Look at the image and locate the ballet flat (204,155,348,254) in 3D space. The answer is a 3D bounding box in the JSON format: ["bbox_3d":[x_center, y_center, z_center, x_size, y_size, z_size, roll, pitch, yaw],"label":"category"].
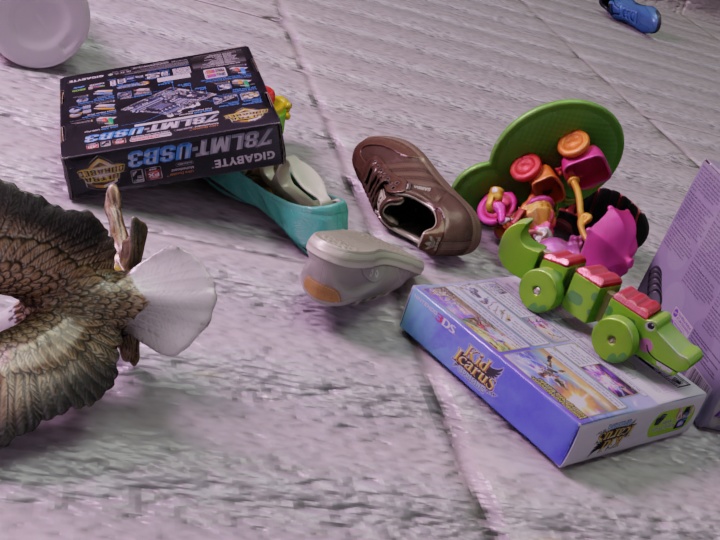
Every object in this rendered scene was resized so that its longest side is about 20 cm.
[{"bbox_3d":[-0.080,-0.087,1.067,0.200,0.071,0.067,36,33,32],"label":"ballet flat"}]

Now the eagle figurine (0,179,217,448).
[{"bbox_3d":[-0.208,0.024,0.698,0.152,0.151,0.199,44,23,24],"label":"eagle figurine"}]

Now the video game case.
[{"bbox_3d":[0.162,0.076,0.944,0.180,0.046,0.200,-3,33,-42],"label":"video game case"}]

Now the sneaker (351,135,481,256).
[{"bbox_3d":[0.041,-0.083,1.148,0.075,0.071,0.200,-5,34,-40],"label":"sneaker"}]

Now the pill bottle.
[{"bbox_3d":[-0.382,-0.319,1.270,0.113,0.115,0.200,5,28,-28],"label":"pill bottle"}]

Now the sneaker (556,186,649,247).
[{"bbox_3d":[0.240,-0.083,1.290,0.199,0.074,0.087,19,21,-5],"label":"sneaker"}]

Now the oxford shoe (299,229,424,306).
[{"bbox_3d":[0.000,0.000,0.976,0.075,0.058,0.200,21,9,19],"label":"oxford shoe"}]

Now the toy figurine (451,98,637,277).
[{"bbox_3d":[0.200,-0.049,1.136,0.150,0.199,0.185,53,18,-44],"label":"toy figurine"}]

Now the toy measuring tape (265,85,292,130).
[{"bbox_3d":[-0.138,-0.154,1.173,0.073,0.074,0.199,33,35,26],"label":"toy measuring tape"}]

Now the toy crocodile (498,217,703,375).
[{"bbox_3d":[0.203,0.024,0.953,0.200,0.062,0.067,36,29,30],"label":"toy crocodile"}]

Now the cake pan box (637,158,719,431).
[{"bbox_3d":[0.329,0.021,1.011,0.052,0.185,0.200,12,25,-15],"label":"cake pan box"}]

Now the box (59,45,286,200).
[{"bbox_3d":[-0.185,-0.145,1.060,0.198,0.050,0.199,-12,34,-9],"label":"box"}]

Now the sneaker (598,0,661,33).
[{"bbox_3d":[0.649,-0.621,2.689,0.078,0.066,0.200,-6,33,-22],"label":"sneaker"}]
